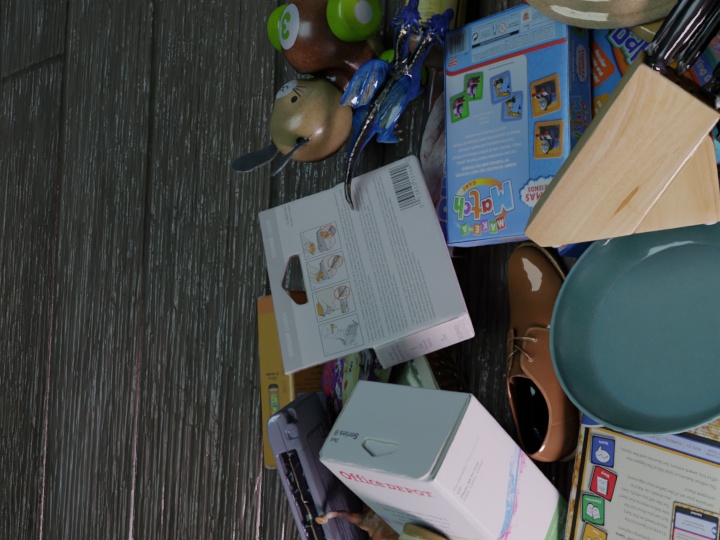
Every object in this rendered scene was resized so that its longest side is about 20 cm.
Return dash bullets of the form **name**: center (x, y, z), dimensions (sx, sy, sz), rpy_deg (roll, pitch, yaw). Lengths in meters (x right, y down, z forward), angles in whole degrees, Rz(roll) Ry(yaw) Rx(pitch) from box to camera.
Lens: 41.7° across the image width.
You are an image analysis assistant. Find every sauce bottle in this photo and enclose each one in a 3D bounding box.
- **sauce bottle**: center (0.083, -0.311, 0.960), dimensions (0.065, 0.065, 0.205), rpy_deg (-6, 70, 47)

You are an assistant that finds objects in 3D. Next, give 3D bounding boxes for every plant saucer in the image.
- **plant saucer**: center (0.243, 0.039, 0.739), dimensions (0.198, 0.036, 0.203), rpy_deg (-26, 46, 29)

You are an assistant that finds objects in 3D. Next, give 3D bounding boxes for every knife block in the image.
- **knife block**: center (0.207, -0.121, 0.698), dimensions (0.196, 0.064, 0.179), rpy_deg (-8, 107, 22)

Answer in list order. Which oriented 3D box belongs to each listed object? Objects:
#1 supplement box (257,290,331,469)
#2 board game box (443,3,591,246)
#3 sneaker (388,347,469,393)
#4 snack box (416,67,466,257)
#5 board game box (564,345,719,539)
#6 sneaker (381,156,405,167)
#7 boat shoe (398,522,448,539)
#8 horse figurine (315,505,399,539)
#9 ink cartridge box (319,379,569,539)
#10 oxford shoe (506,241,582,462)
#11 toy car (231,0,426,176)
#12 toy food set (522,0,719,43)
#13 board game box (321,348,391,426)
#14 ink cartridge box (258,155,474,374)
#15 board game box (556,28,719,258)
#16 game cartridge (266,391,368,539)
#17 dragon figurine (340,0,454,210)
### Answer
- **supplement box**: center (-0.076, 0.129, 1.115), dimensions (0.066, 0.068, 0.205), rpy_deg (-11, 77, 48)
- **board game box**: center (0.138, -0.129, 0.847), dimensions (0.150, 0.036, 0.205), rpy_deg (-5, 83, 50)
- **sneaker**: center (0.039, 0.074, 0.985), dimensions (0.089, 0.066, 0.204), rpy_deg (-37, 63, 35)
- **snack box**: center (0.090, -0.119, 0.975), dimensions (0.071, 0.024, 0.205), rpy_deg (11, 95, 47)
- **board game box**: center (0.244, 0.175, 0.763), dimensions (0.150, 0.046, 0.205), rpy_deg (12, 96, 48)
- **sneaker**: center (-0.005, -0.042, 1.046), dimensions (0.090, 0.066, 0.203), rpy_deg (41, 119, 39)
- **boat shoe**: center (0.071, 0.294, 0.850), dimensions (0.072, 0.202, 0.064), rpy_deg (15, 61, 27)
- **horse figurine**: center (0.030, 0.299, 0.957), dimensions (0.049, 0.131, 0.204), rpy_deg (-26, 81, 40)
- **ink cartridge box**: center (0.080, 0.191, 0.830), dimensions (0.144, 0.200, 0.088), rpy_deg (-2, 51, 48)
- **oxford shoe**: center (0.159, 0.070, 0.851), dimensions (0.071, 0.070, 0.205), rpy_deg (-24, 68, 46)
- **toy car**: center (-0.059, -0.180, 0.998), dimensions (0.201, 0.158, 0.163), rpy_deg (-52, 29, -17)
- **toy food set**: center (0.216, -0.269, 0.759), dimensions (0.196, 0.049, 0.201), rpy_deg (8, 66, 25)
- **board game box**: center (-0.004, 0.097, 0.995), dimensions (0.121, 0.032, 0.203), rpy_deg (-103, 20, -46)
- **ink cartridge box**: center (0.000, 0.000, 0.909), dimensions (0.173, 0.045, 0.203), rpy_deg (-19, 52, 7)
- **board game box**: center (0.224, -0.129, 0.809), dimensions (0.200, 0.044, 0.155), rpy_deg (-41, 57, 38)
- **game cartridge**: center (-0.040, 0.236, 1.006), dimensions (0.040, 0.133, 0.204), rpy_deg (-19, 89, 16)
- **dragon figurine**: center (0.020, -0.162, 0.893), dimensions (0.058, 0.099, 0.202), rpy_deg (33, 91, 9)
